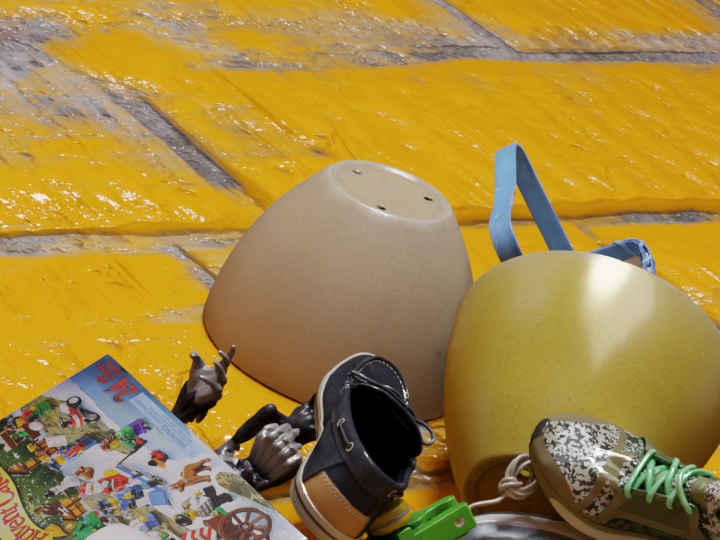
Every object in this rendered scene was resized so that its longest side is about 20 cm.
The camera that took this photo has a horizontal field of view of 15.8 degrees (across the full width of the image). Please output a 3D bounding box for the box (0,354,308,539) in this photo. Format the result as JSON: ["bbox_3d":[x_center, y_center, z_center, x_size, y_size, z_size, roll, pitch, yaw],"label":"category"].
[{"bbox_3d":[-0.141,0.145,1.490,0.137,0.038,0.200,-32,49,-24],"label":"box"}]

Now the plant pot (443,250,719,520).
[{"bbox_3d":[0.136,0.108,1.708,0.200,0.200,0.142,22,46,5],"label":"plant pot"}]

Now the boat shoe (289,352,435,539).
[{"bbox_3d":[0.008,0.099,1.574,0.075,0.062,0.200,45,21,-8],"label":"boat shoe"}]

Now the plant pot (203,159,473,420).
[{"bbox_3d":[0.000,0.000,1.870,0.200,0.135,0.200,16,24,-7],"label":"plant pot"}]

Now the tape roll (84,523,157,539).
[{"bbox_3d":[-0.126,0.222,1.208,0.071,0.203,0.202,26,24,13],"label":"tape roll"}]

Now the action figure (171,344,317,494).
[{"bbox_3d":[-0.083,0.108,1.616,0.200,0.102,0.119,-3,43,-44],"label":"action figure"}]

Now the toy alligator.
[{"bbox_3d":[0.026,0.168,1.582,0.200,0.059,0.054,-30,9,-31],"label":"toy alligator"}]

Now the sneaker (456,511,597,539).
[{"bbox_3d":[0.138,0.219,1.573,0.200,0.084,0.121,23,14,4],"label":"sneaker"}]

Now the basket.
[{"bbox_3d":[0.144,0.020,1.855,0.200,0.139,0.176,57,19,-19],"label":"basket"}]

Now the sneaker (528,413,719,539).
[{"bbox_3d":[0.198,0.137,1.579,0.200,0.089,0.077,30,58,4],"label":"sneaker"}]
